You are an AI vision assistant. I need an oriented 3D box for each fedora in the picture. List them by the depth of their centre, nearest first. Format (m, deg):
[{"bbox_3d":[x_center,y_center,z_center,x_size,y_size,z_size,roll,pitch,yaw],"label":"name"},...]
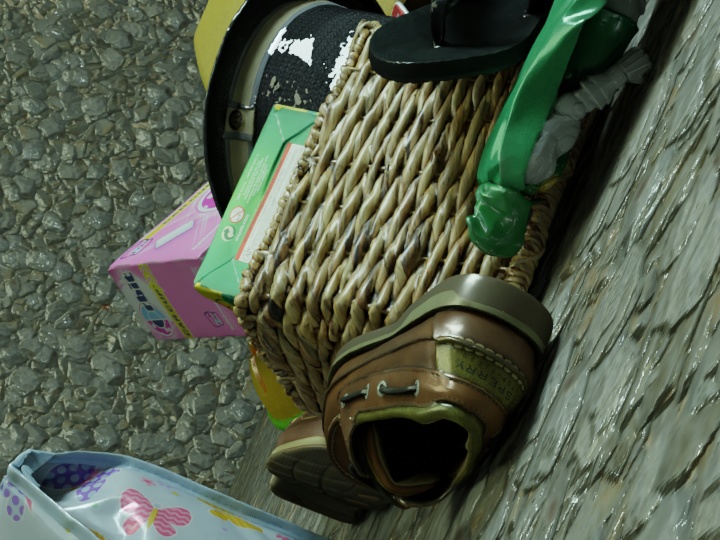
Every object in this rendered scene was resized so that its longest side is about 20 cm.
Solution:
[{"bbox_3d":[-0.006,-0.091,1.060,0.092,0.201,0.201,7,66,42],"label":"fedora"}]

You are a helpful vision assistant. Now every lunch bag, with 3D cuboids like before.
[{"bbox_3d":[-0.126,0.207,0.928,0.127,0.200,0.170,-74,9,-69],"label":"lunch bag"}]

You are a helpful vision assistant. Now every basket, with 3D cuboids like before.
[{"bbox_3d":[0.052,-0.012,0.870,0.200,0.149,0.143,-67,-30,-28],"label":"basket"}]

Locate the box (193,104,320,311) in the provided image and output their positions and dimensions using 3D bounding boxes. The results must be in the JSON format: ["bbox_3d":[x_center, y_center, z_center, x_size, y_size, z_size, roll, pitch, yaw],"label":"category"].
[{"bbox_3d":[0.000,0.000,0.990,0.200,0.048,0.117,34,-104,-50],"label":"box"}]

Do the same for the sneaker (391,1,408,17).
[{"bbox_3d":[0.069,-0.149,1.131,0.200,0.071,0.113,133,133,-70],"label":"sneaker"}]

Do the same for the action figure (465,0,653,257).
[{"bbox_3d":[0.101,-0.097,0.765,0.200,0.055,0.118,-62,5,-2],"label":"action figure"}]

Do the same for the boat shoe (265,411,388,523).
[{"bbox_3d":[-0.013,0.101,0.992,0.200,0.072,0.068,117,175,-75],"label":"boat shoe"}]

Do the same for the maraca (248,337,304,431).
[{"bbox_3d":[-0.007,0.024,1.176,0.200,0.107,0.137,-56,25,10],"label":"maraca"}]

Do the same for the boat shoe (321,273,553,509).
[{"bbox_3d":[0.018,0.068,0.748,0.200,0.072,0.068,120,174,-62],"label":"boat shoe"}]

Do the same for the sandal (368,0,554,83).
[{"bbox_3d":[0.070,-0.143,0.838,0.200,0.075,0.048,-36,-52,-43],"label":"sandal"}]

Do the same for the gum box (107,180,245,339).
[{"bbox_3d":[-0.062,-0.039,1.163,0.113,0.066,0.200,-5,32,51],"label":"gum box"}]

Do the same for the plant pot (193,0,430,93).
[{"bbox_3d":[-0.017,-0.184,1.364,0.194,0.200,0.196,-6,-53,-54],"label":"plant pot"}]
